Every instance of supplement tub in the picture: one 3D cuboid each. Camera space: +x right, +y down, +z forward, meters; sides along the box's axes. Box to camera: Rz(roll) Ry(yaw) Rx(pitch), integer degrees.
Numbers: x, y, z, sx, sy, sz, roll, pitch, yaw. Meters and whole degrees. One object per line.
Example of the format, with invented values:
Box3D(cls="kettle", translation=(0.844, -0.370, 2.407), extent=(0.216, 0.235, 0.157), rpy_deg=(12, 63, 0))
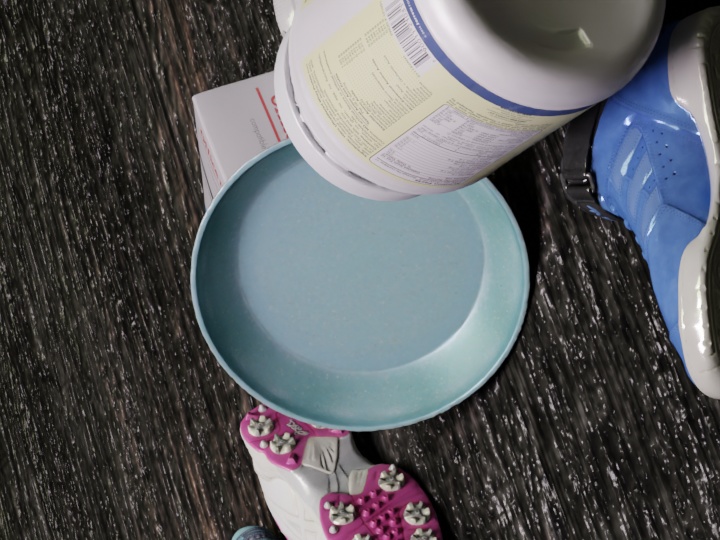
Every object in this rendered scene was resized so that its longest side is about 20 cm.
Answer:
Box3D(cls="supplement tub", translation=(0.050, -0.124, 1.254), extent=(0.200, 0.145, 0.145), rpy_deg=(-33, 64, 59))

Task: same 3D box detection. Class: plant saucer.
Box3D(cls="plant saucer", translation=(0.000, 0.000, 1.430), extent=(0.036, 0.199, 0.201), rpy_deg=(-86, 11, -64))

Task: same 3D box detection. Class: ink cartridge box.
Box3D(cls="ink cartridge box", translation=(-0.055, -0.043, 1.523), extent=(0.200, 0.068, 0.116), rpy_deg=(89, 160, -58))

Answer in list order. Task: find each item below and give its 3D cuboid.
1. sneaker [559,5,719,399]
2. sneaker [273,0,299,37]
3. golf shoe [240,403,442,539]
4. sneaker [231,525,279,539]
Box3D(cls="sneaker", translation=(0.159, -0.027, 1.249), extent=(0.111, 0.077, 0.201), rpy_deg=(-18, 73, 51))
Box3D(cls="sneaker", translation=(0.012, -0.133, 1.500), extent=(0.088, 0.075, 0.201), rpy_deg=(-35, 68, 39))
Box3D(cls="golf shoe", translation=(-0.006, 0.161, 1.546), extent=(0.200, 0.075, 0.092), rpy_deg=(48, 150, 44))
Box3D(cls="sneaker", translation=(-0.091, 0.263, 1.682), extent=(0.200, 0.077, 0.086), rpy_deg=(-61, 33, 28))
